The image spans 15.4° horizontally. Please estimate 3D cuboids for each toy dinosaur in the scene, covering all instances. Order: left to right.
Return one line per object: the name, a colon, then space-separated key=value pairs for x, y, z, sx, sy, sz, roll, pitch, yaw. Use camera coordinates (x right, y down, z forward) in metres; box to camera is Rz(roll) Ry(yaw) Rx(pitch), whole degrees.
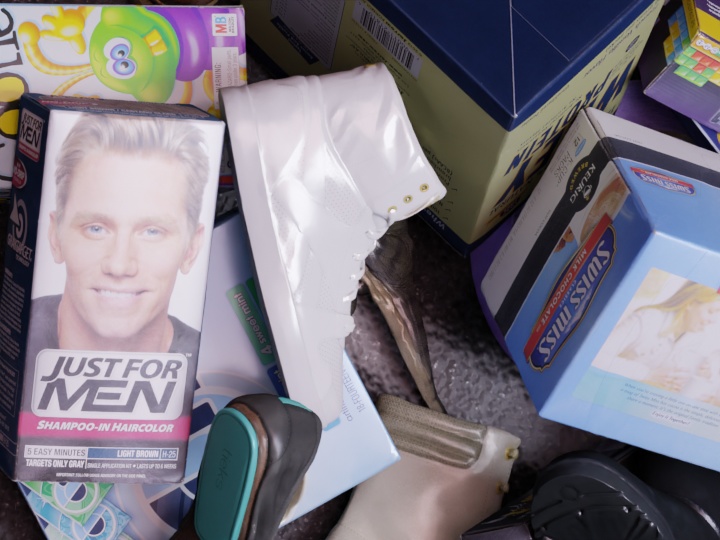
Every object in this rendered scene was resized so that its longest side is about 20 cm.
toy dinosaur: x=0.000 y=0.000 z=1.582 sx=0.088 sy=0.047 sz=0.201 roll=-14 pitch=94 yaw=-29

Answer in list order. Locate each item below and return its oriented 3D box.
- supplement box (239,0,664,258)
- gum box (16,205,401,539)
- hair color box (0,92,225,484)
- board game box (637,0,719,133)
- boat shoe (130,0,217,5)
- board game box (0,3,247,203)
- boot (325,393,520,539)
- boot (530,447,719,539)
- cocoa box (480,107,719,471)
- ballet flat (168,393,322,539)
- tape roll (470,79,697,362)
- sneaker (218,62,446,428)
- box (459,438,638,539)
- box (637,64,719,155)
supplement box: x=0.047 y=-0.150 z=1.498 sx=0.134 sy=0.200 sz=0.200 roll=-42 pitch=78 yaw=-19
gum box: x=-0.103 y=0.079 z=1.509 sx=0.199 sy=0.045 sz=0.171 roll=-28 pitch=97 yaw=-6
hair color box: x=-0.138 y=0.011 z=1.424 sx=0.099 sy=0.060 sz=0.201 roll=2 pitch=101 yaw=-23
board game box: x=0.249 y=-0.137 z=1.590 sx=0.199 sy=0.057 sz=0.166 roll=25 pitch=40 yaw=-26
boat shoe: x=-0.054 y=-0.222 z=1.564 sx=0.072 sy=0.068 sz=0.200 roll=47 pitch=71 yaw=-12
board game box: x=-0.172 y=-0.091 z=1.487 sx=0.199 sy=0.105 sz=0.104 roll=-2 pitch=87 yaw=-21
boot: x=0.072 y=0.174 z=1.583 sx=0.199 sy=0.072 sz=0.155 roll=25 pitch=75 yaw=-15
boot: x=0.173 y=0.123 z=1.528 sx=0.198 sy=0.073 sz=0.163 roll=48 pitch=39 yaw=-31
cocoa box: x=0.193 y=0.021 z=1.484 sx=0.199 sy=0.131 sz=0.134 roll=18 pitch=118 yaw=-25
ballet flat: x=-0.069 y=0.153 z=1.453 sx=0.068 sy=0.068 sz=0.201 roll=-6 pitch=132 yaw=-44
tape roll: x=0.170 y=-0.015 z=1.639 sx=0.199 sy=0.066 sz=0.202 roll=2 pitch=84 yaw=-22
sneaker: x=-0.004 y=-0.013 z=1.449 sx=0.115 sy=0.074 sz=0.201 roll=-12 pitch=109 yaw=-7
box: x=0.147 y=0.195 z=1.569 sx=0.200 sy=0.048 sz=0.159 roll=-25 pitch=99 yaw=-55
box: x=0.236 y=-0.106 z=1.619 sx=0.200 sy=0.032 sz=0.121 roll=-13 pitch=63 yaw=-52
